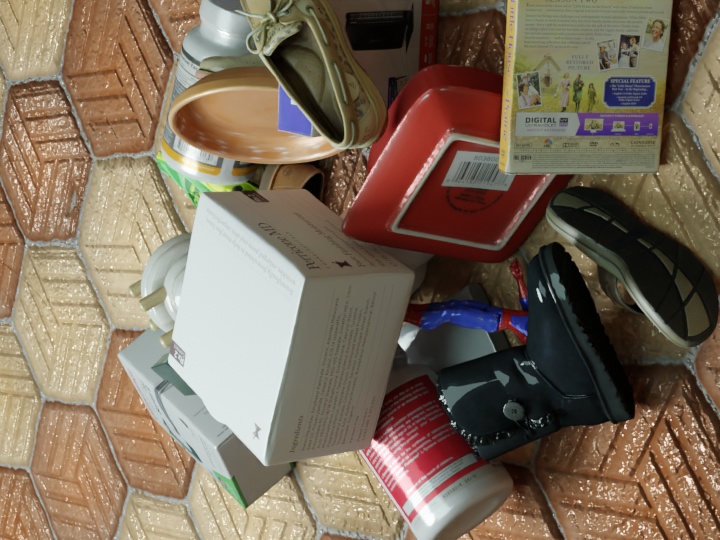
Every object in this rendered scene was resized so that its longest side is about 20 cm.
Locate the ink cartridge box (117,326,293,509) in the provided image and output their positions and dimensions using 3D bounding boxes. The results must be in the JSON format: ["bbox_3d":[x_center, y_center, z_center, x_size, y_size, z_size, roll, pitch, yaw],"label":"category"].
[{"bbox_3d":[-0.184,0.166,1.684,0.200,0.084,0.146,37,158,34],"label":"ink cartridge box"}]

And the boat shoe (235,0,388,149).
[{"bbox_3d":[-0.050,-0.196,1.275,0.073,0.063,0.200,-43,79,30],"label":"boat shoe"}]

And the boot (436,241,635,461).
[{"bbox_3d":[0.143,0.082,1.303,0.167,0.077,0.201,-18,120,20],"label":"boot"}]

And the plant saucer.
[{"bbox_3d":[-0.100,-0.164,1.480,0.200,0.200,0.038,-18,64,46],"label":"plant saucer"}]

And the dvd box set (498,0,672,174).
[{"bbox_3d":[0.196,-0.184,1.229,0.029,0.146,0.201,-132,42,-71],"label":"dvd box set"}]

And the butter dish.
[{"bbox_3d":[0.091,-0.123,1.341,0.200,0.199,0.148,-56,36,39],"label":"butter dish"}]

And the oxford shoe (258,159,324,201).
[{"bbox_3d":[-0.086,-0.025,1.576,0.071,0.071,0.201,15,96,36],"label":"oxford shoe"}]

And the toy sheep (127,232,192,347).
[{"bbox_3d":[-0.191,0.021,1.623,0.200,0.137,0.139,-144,53,-67],"label":"toy sheep"}]

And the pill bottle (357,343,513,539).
[{"bbox_3d":[0.055,0.169,1.427,0.200,0.112,0.112,54,131,22],"label":"pill bottle"}]

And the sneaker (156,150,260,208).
[{"bbox_3d":[-0.179,-0.086,1.673,0.200,0.074,0.084,36,118,34],"label":"sneaker"}]

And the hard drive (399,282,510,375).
[{"bbox_3d":[0.082,0.114,1.487,0.200,0.027,0.132,-35,74,44],"label":"hard drive"}]

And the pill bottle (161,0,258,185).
[{"bbox_3d":[-0.151,-0.207,1.589,0.116,0.116,0.201,36,122,34],"label":"pill bottle"}]

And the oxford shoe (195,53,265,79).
[{"bbox_3d":[-0.075,-0.223,1.495,0.199,0.071,0.074,0,92,1],"label":"oxford shoe"}]

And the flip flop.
[{"bbox_3d":[0.241,0.000,1.271,0.200,0.081,0.058,43,143,32],"label":"flip flop"}]

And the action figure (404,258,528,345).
[{"bbox_3d":[0.125,0.021,1.364,0.199,0.065,0.099,13,107,11],"label":"action figure"}]

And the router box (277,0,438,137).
[{"bbox_3d":[0.001,-0.237,1.382,0.049,0.179,0.201,15,110,40],"label":"router box"}]

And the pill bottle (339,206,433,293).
[{"bbox_3d":[0.000,0.000,1.484,0.200,0.111,0.112,-44,68,42],"label":"pill bottle"}]

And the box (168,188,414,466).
[{"bbox_3d":[-0.073,0.049,1.376,0.199,0.130,0.201,38,123,44],"label":"box"}]
